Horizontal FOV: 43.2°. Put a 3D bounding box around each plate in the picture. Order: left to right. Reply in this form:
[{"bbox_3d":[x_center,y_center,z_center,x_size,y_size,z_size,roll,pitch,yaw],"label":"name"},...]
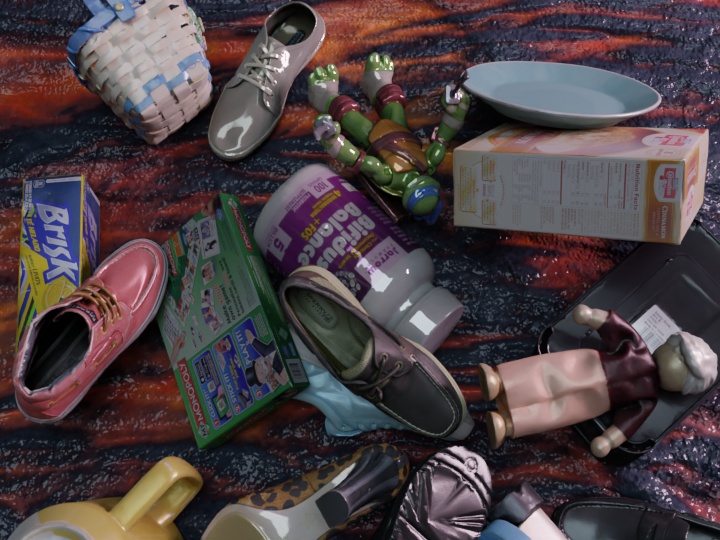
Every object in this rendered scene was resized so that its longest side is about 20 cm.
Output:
[{"bbox_3d":[0.195,-0.173,0.902,0.196,0.201,0.026,8,116,7],"label":"plate"}]

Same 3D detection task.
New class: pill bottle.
[{"bbox_3d":[0.000,0.000,0.868,0.199,0.113,0.112,41,78,16],"label":"pill bottle"}]

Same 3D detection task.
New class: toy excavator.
[{"bbox_3d":[0.077,0.294,0.758,0.198,0.195,0.100,-28,68,-35],"label":"toy excavator"}]

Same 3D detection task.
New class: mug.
[{"bbox_3d":[-0.231,0.246,0.779,0.146,0.154,0.190,8,71,8],"label":"mug"}]

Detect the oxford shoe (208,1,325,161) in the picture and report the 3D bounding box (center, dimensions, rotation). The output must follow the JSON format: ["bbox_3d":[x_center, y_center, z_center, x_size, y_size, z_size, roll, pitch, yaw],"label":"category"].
[{"bbox_3d":[-0.104,-0.210,0.978,0.074,0.058,0.202,29,77,11],"label":"oxford shoe"}]

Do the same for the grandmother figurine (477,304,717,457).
[{"bbox_3d":[0.200,0.089,0.757,0.196,0.061,0.124,-9,97,-2],"label":"grandmother figurine"}]

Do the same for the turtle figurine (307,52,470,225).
[{"bbox_3d":[0.025,-0.160,0.881,0.143,0.200,0.195,-38,48,6],"label":"turtle figurine"}]

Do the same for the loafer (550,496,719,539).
[{"bbox_3d":[0.265,0.236,0.787,0.197,0.071,0.069,11,71,8],"label":"loafer"}]

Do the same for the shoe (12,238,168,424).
[{"bbox_3d":[-0.238,0.043,0.820,0.071,0.091,0.201,33,65,-1],"label":"shoe"}]

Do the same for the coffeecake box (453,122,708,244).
[{"bbox_3d":[0.202,-0.085,0.827,0.197,0.153,0.075,7,109,26],"label":"coffeecake box"}]

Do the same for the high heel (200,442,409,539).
[{"bbox_3d":[-0.049,0.217,0.837,0.198,0.142,0.072,-27,85,30],"label":"high heel"}]

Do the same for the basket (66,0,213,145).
[{"bbox_3d":[-0.241,-0.244,0.943,0.139,0.176,0.201,-40,91,-9],"label":"basket"}]

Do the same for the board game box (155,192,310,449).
[{"bbox_3d":[-0.135,0.048,0.869,0.134,0.029,0.203,-35,68,31],"label":"board game box"}]

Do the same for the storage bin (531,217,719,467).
[{"bbox_3d":[0.265,0.066,0.835,0.199,0.094,0.136,-39,73,-10],"label":"storage bin"}]

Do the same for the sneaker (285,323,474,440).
[{"bbox_3d":[0.007,0.124,0.858,0.197,0.074,0.083,25,104,8],"label":"sneaker"}]

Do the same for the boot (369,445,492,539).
[{"bbox_3d":[0.018,0.244,0.759,0.073,0.162,0.200,36,61,-7],"label":"boot"}]

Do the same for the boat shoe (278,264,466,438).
[{"bbox_3d":[0.004,0.076,0.781,0.200,0.066,0.072,43,107,5],"label":"boat shoe"}]

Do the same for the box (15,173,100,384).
[{"bbox_3d":[-0.300,0.010,0.909,0.063,0.070,0.204,-5,71,-2],"label":"box"}]
